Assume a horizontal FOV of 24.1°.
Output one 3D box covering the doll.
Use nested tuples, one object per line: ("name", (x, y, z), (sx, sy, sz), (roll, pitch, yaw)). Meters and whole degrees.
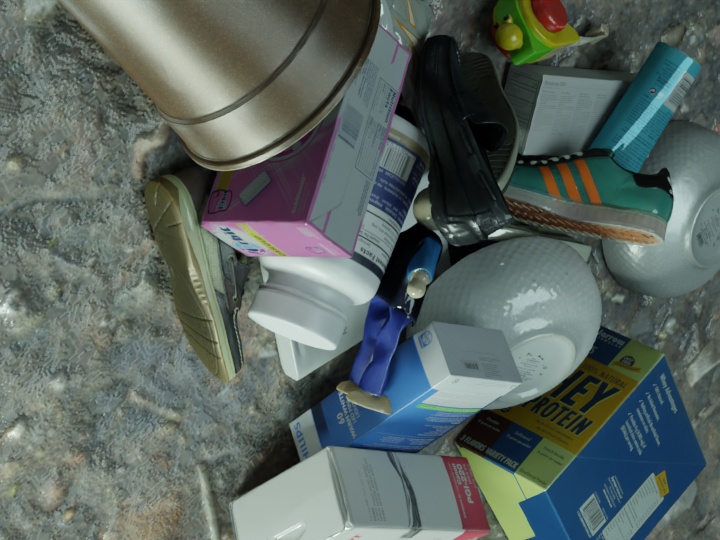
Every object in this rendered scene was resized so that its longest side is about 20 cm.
("doll", (0.033, 0.019, 1.482), (0.048, 0.136, 0.200), (19, 95, -16))

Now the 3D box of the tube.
("tube", (0.267, -0.131, 1.689), (0.077, 0.050, 0.200), (30, 94, -28))

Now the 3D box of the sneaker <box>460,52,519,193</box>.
("sneaker", (0.116, -0.103, 1.539), (0.075, 0.200, 0.106), (-11, 131, 10))

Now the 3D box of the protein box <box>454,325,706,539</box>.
("protein box", (0.242, 0.196, 1.819), (0.200, 0.135, 0.199), (-46, 133, -19))

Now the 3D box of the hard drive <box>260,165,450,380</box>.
("hard drive", (0.000, 0.000, 1.577), (0.200, 0.026, 0.132), (-31, 127, -31))

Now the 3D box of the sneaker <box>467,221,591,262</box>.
("sneaker", (0.151, -0.006, 1.687), (0.200, 0.075, 0.085), (13, 103, -43))

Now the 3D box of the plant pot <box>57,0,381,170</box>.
("plant pot", (-0.121, -0.212, 1.256), (0.198, 0.200, 0.200), (42, 78, -38))

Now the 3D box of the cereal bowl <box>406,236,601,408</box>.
("cereal bowl", (0.151, 0.066, 1.649), (0.200, 0.083, 0.200), (-17, 139, -15))

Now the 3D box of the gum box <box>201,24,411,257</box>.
("gum box", (-0.042, -0.114, 1.383), (0.066, 0.113, 0.200), (37, 63, -46))

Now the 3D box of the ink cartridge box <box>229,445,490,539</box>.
("ink cartridge box", (-0.001, 0.233, 1.590), (0.146, 0.085, 0.200), (-33, 153, 35))

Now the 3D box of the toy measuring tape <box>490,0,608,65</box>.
("toy measuring tape", (0.178, -0.241, 1.623), (0.200, 0.074, 0.074), (-22, 124, -55))

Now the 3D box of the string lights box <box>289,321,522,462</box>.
("string lights box", (0.040, 0.124, 1.565), (0.103, 0.059, 0.200), (10, 142, -46))

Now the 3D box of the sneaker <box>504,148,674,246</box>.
("sneaker", (0.205, -0.083, 1.642), (0.071, 0.200, 0.080), (76, 29, -73))

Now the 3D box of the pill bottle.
("pill bottle", (-0.023, -0.038, 1.454), (0.111, 0.111, 0.200), (34, 74, -46))

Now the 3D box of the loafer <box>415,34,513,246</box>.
("loafer", (0.091, -0.115, 1.431), (0.068, 0.070, 0.201), (48, 31, -57))

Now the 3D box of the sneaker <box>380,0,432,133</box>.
("sneaker", (0.037, -0.197, 1.492), (0.092, 0.076, 0.200), (-43, 134, -28))

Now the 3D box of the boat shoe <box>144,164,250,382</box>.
("boat shoe", (-0.123, 0.003, 1.426), (0.065, 0.073, 0.200), (-29, 126, -25))

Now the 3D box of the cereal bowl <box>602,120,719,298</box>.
("cereal bowl", (0.360, -0.059, 1.856), (0.200, 0.083, 0.200), (-21, 122, -37))

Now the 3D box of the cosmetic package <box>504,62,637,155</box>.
("cosmetic package", (0.222, -0.160, 1.700), (0.200, 0.051, 0.083), (-2, 113, -43))
